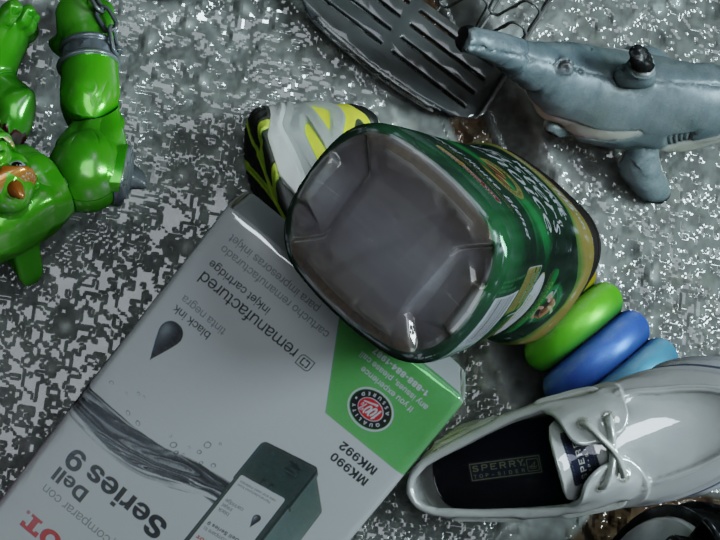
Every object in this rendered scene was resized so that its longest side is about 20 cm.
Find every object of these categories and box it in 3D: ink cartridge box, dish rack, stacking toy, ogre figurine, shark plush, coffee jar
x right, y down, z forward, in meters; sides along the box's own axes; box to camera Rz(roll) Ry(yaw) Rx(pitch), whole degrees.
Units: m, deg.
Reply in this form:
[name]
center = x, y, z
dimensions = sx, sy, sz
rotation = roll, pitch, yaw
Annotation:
[ink cartridge box]
center = -0.064, 0.087, 0.818
dimensions = 0.146, 0.084, 0.201
rotation = 38, 98, -3
[dish rack]
center = 0.060, -0.196, 0.969
dimensions = 0.153, 0.055, 0.201
rotation = 35, 72, -5
[stacking toy]
center = 0.113, 0.029, 0.930
dimensions = 0.085, 0.085, 0.201
rotation = -37, 82, -19
[ogre figurine]
center = -0.194, -0.059, 0.853
dimensions = 0.199, 0.098, 0.120
rotation = -22, 68, -38
[shark plush]
center = 0.141, -0.115, 0.938
dimensions = 0.199, 0.083, 0.092
rotation = 25, 69, -26
[coffee jar]
center = 0.048, -0.014, 0.809
dimensions = 0.104, 0.200, 0.086
rotation = 41, 104, 16

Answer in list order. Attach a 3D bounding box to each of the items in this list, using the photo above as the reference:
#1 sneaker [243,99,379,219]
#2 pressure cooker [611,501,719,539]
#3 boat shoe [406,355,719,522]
[sneaker]
center = 0.000, 0.000, 0.901
dimensions = 0.076, 0.075, 0.202
rotation = -15, 84, -17
[pressure cooker]
center = 0.193, 0.211, 0.850
dimensions = 0.198, 0.178, 0.178
rotation = 15, 77, -20
[boat shoe]
center = 0.117, 0.096, 0.859
dimensions = 0.198, 0.065, 0.074
rotation = -21, 86, 25
